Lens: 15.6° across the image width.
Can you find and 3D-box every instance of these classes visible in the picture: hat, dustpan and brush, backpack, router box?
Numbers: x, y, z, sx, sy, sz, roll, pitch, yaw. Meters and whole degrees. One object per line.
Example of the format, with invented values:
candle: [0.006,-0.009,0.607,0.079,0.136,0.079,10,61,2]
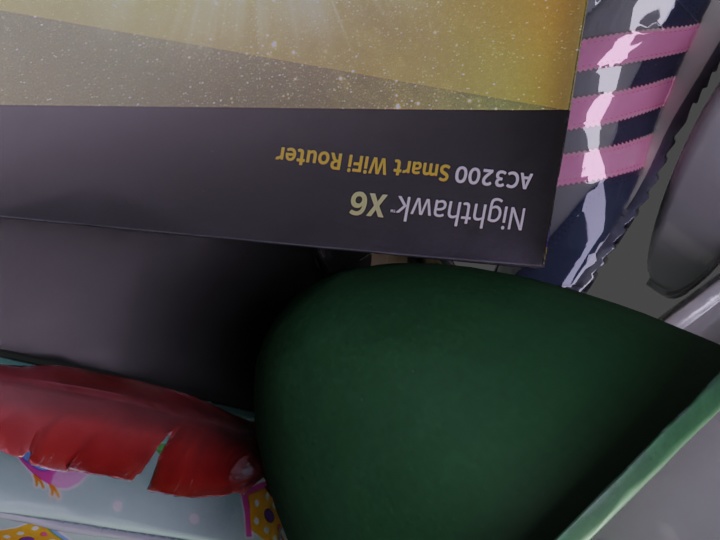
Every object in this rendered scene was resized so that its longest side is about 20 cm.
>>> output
hat: [-0.009,0.013,0.680,0.176,0.200,0.166,46,112,7]
dustpan and brush: [0.156,-0.060,0.900,0.057,0.200,0.140,35,80,16]
backpack: [-0.104,0.018,0.780,0.176,0.200,0.153,9,87,-27]
router box: [-0.039,-0.089,0.653,0.200,0.052,0.157,5,99,-24]

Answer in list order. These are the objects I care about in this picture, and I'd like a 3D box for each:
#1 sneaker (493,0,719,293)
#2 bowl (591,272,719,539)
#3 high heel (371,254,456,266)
sneaker: [0.074,-0.062,0.941,0.082,0.070,0.200,28,90,-3]
bowl: [0.140,0.048,0.932,0.201,0.201,0.090,-35,86,-15]
high heel: [0.000,0.000,0.832,0.071,0.200,0.143,-21,85,0]
